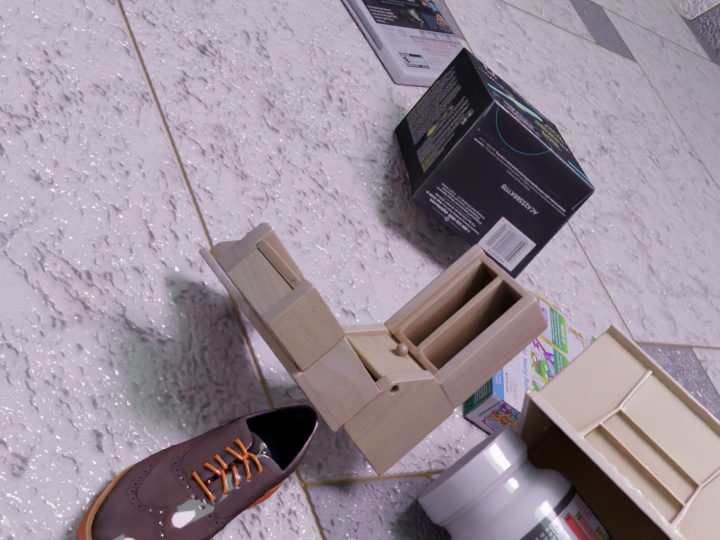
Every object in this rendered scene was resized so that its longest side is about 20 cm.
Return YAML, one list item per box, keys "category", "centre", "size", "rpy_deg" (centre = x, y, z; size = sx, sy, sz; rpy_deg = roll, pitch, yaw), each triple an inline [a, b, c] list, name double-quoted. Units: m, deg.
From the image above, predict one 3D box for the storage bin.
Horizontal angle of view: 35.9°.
- category: "storage bin"
  centre: [0.223, 0.174, 0.887]
  size: [0.093, 0.201, 0.199]
  rpy_deg: [-38, 67, -16]

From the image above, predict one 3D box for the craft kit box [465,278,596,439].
- category: "craft kit box"
  centre: [0.187, 0.111, 1.107]
  size: [0.196, 0.049, 0.202]
  rpy_deg: [33, 35, -19]

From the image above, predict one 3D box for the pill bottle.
- category: "pill bottle"
  centre: [0.140, 0.227, 0.851]
  size: [0.201, 0.116, 0.115]
  rpy_deg: [53, 32, 7]

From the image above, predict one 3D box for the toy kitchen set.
- category: "toy kitchen set"
  centre: [0.000, 0.000, 0.825]
  size: [0.163, 0.180, 0.201]
  rpy_deg: [44, -9, 43]

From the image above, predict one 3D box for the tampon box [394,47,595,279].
- category: "tampon box"
  centre: [0.135, -0.119, 1.176]
  size: [0.149, 0.127, 0.201]
  rpy_deg: [36, 19, -18]

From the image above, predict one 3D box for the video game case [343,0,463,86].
- category: "video game case"
  centre: [0.061, -0.311, 1.431]
  size: [0.199, 0.023, 0.183]
  rpy_deg: [-8, 62, -53]

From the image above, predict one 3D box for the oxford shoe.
- category: "oxford shoe"
  centre: [-0.098, 0.130, 0.707]
  size: [0.072, 0.072, 0.199]
  rpy_deg: [51, 31, 6]
